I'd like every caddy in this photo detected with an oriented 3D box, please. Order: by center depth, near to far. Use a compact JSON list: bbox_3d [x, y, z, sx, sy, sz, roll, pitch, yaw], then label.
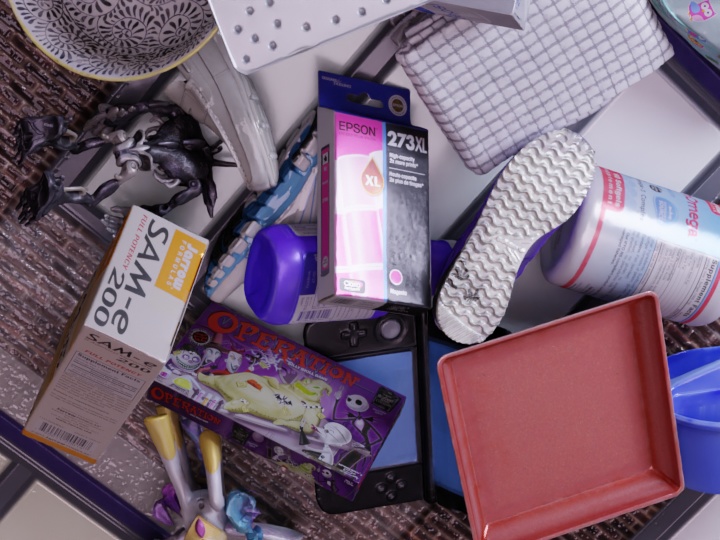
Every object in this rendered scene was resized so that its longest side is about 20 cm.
[{"bbox_3d":[0.354,0.120,1.222,0.197,0.142,0.106,-7,113,-2],"label":"caddy"}]

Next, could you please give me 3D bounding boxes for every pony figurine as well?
[{"bbox_3d":[-0.140,0.218,1.214,0.164,0.193,0.203,-11,91,-3],"label":"pony figurine"}]

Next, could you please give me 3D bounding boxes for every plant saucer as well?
[{"bbox_3d":[0.171,0.129,1.161,0.198,0.037,0.202,-16,112,-8],"label":"plant saucer"}]

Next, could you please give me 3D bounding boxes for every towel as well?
[{"bbox_3d":[0.135,-0.191,1.107,0.199,0.086,0.166,-32,133,12],"label":"towel"}]

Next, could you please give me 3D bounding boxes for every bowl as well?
[{"bbox_3d":[-0.165,-0.241,1.037,0.198,0.094,0.204,0,92,15],"label":"bowl"}]

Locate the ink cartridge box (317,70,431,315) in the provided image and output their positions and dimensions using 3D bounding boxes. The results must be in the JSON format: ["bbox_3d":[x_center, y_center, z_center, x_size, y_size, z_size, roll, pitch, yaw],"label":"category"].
[{"bbox_3d":[0.011,-0.068,1.118,0.094,0.037,0.203,8,72,-30],"label":"ink cartridge box"}]

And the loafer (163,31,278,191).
[{"bbox_3d":[-0.128,-0.154,1.117,0.069,0.070,0.202,-25,90,5],"label":"loafer"}]

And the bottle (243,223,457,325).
[{"bbox_3d":[0.000,0.000,1.161,0.198,0.065,0.084,-4,123,-30],"label":"bottle"}]

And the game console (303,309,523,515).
[{"bbox_3d":[0.047,0.141,1.217,0.173,0.116,0.203,-7,110,-11],"label":"game console"}]

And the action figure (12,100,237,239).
[{"bbox_3d":[-0.195,-0.090,1.130,0.198,0.102,0.120,-6,82,-42],"label":"action figure"}]

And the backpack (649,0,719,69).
[{"bbox_3d":[0.321,-0.239,1.100,0.199,0.127,0.168,32,108,-11],"label":"backpack"}]

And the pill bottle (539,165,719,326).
[{"bbox_3d":[0.266,-0.015,1.184,0.198,0.109,0.110,16,108,-10],"label":"pill bottle"}]

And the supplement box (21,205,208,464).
[{"bbox_3d":[-0.206,0.057,1.121,0.073,0.127,0.200,25,140,-13],"label":"supplement box"}]

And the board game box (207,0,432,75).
[{"bbox_3d":[-0.030,-0.266,0.942,0.198,0.026,0.202,-20,101,6],"label":"board game box"}]

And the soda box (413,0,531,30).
[{"bbox_3d":[0.032,-0.234,1.011,0.198,0.063,0.069,13,93,15],"label":"soda box"}]

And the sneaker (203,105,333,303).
[{"bbox_3d":[-0.058,-0.041,1.174,0.086,0.075,0.200,35,104,-21],"label":"sneaker"}]

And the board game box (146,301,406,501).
[{"bbox_3d":[-0.071,0.109,1.168,0.198,0.120,0.033,25,125,8],"label":"board game box"}]

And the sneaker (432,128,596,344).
[{"bbox_3d":[0.120,-0.033,1.144,0.069,0.100,0.201,36,87,-5],"label":"sneaker"}]
